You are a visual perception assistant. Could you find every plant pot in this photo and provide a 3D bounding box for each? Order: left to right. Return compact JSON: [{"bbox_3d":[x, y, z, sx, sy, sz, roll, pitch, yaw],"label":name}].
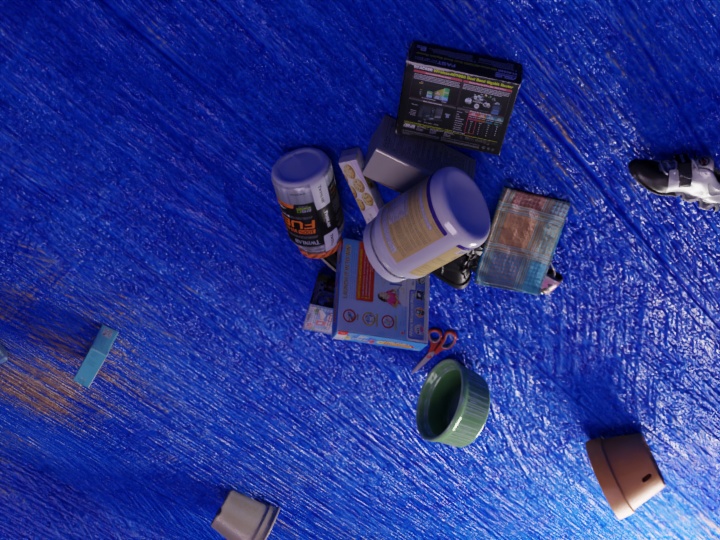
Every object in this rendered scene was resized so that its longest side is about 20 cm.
[{"bbox_3d":[-0.396,0.842,2.608,0.181,0.202,0.202,30,137,-2],"label":"plant pot"},{"bbox_3d":[0.671,0.500,1.951,0.138,0.202,0.201,-28,125,17],"label":"plant pot"}]

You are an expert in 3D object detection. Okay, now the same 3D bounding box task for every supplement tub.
[{"bbox_3d":[-0.098,-0.128,1.533,0.119,0.124,0.203,0,136,14],"label":"supplement tub"},{"bbox_3d":[0.114,-0.074,1.363,0.145,0.148,0.198,39,134,-25],"label":"supplement tub"}]

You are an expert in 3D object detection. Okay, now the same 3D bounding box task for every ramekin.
[{"bbox_3d":[0.226,0.326,1.874,0.096,0.204,0.200,22,138,-21],"label":"ramekin"}]

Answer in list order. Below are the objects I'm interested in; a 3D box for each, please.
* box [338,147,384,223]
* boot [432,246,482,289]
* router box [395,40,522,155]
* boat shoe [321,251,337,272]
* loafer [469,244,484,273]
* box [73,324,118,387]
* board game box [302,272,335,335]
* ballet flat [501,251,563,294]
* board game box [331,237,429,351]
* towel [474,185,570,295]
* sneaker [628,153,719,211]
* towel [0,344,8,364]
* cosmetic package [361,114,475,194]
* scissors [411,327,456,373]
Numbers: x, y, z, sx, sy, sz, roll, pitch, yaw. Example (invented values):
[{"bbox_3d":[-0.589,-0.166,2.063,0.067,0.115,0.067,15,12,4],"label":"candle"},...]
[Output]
[{"bbox_3d":[0.012,-0.152,1.540,0.040,0.039,0.202,-6,134,22],"label":"box"},{"bbox_3d":[0.145,-0.052,1.522,0.196,0.074,0.163,32,160,20],"label":"boot"},{"bbox_3d":[0.165,-0.294,1.331,0.195,0.063,0.152,12,138,2],"label":"router box"},{"bbox_3d":[0.000,-0.001,1.689,0.199,0.074,0.064,32,106,-7],"label":"boat shoe"},{"bbox_3d":[0.222,-0.071,1.542,0.068,0.070,0.202,30,156,52],"label":"loafer"},{"bbox_3d":[-0.724,0.236,2.118,0.048,0.083,0.200,28,136,-15],"label":"box"},{"bbox_3d":[-0.015,0.090,1.682,0.195,0.201,0.063,18,109,-3],"label":"board game box"},{"bbox_3d":[0.340,-0.026,1.572,0.199,0.070,0.071,37,115,-27],"label":"ballet flat"},{"bbox_3d":[0.044,0.050,1.597,0.191,0.205,0.056,9,157,-12],"label":"board game box"},{"bbox_3d":[0.312,-0.053,1.503,0.143,0.022,0.204,10,113,-11],"label":"towel"},{"bbox_3d":[0.563,-0.173,1.347,0.195,0.075,0.089,13,139,-13],"label":"sneaker"},{"bbox_3d":[-1.090,0.196,2.201,0.109,0.049,0.203,0,135,14],"label":"towel"},{"bbox_3d":[0.109,-0.190,1.427,0.196,0.105,0.073,25,138,-10],"label":"cosmetic package"},{"bbox_3d":[0.179,0.204,1.889,0.071,0.014,0.202,14,136,-2],"label":"scissors"}]
